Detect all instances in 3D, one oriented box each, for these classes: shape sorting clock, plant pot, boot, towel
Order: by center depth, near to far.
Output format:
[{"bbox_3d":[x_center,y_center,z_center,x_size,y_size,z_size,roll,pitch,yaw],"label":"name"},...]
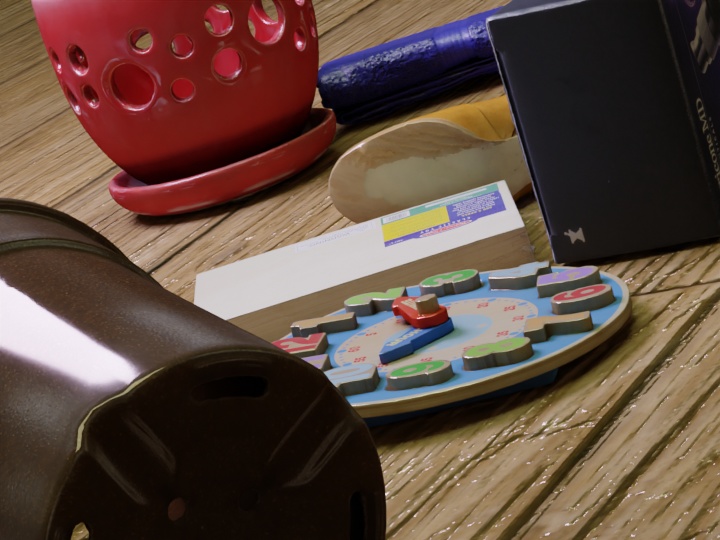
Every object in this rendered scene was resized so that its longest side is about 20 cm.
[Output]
[{"bbox_3d":[-0.105,0.086,1.035,0.200,0.201,0.198,-25,24,-29],"label":"plant pot"},{"bbox_3d":[0.038,0.032,1.353,0.199,0.039,0.200,-17,14,4],"label":"shape sorting clock"},{"bbox_3d":[0.079,-0.076,1.694,0.200,0.071,0.144,-14,8,2],"label":"boot"},{"bbox_3d":[-0.121,-0.149,1.967,0.199,0.183,0.200,-17,14,4],"label":"plant pot"},{"bbox_3d":[0.065,-0.165,2.099,0.199,0.050,0.148,-17,6,6],"label":"towel"}]

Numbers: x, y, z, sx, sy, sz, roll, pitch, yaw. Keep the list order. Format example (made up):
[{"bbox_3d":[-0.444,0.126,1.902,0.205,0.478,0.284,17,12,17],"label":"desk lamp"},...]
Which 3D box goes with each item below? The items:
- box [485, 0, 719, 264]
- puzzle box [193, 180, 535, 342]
[{"bbox_3d":[0.167,-0.108,1.516,0.104,0.149,0.200,-10,17,27],"label":"box"},{"bbox_3d":[0.000,0.000,1.558,0.199,0.026,0.133,-17,13,3],"label":"puzzle box"}]
